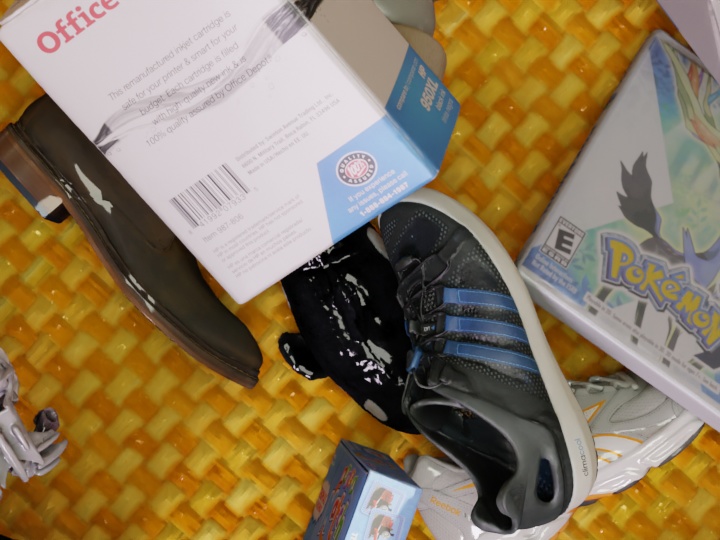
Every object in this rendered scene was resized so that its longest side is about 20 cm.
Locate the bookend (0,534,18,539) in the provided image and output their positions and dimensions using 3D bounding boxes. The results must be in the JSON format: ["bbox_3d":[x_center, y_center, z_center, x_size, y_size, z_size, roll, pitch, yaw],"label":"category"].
[{"bbox_3d":[-0.170,0.254,1.416,0.092,0.200,0.199,24,82,-22],"label":"bookend"}]

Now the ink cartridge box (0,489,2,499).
[{"bbox_3d":[-0.259,0.139,1.411,0.043,0.196,0.200,-26,72,-44],"label":"ink cartridge box"}]

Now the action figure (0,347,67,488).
[{"bbox_3d":[-0.208,0.048,1.419,0.069,0.200,0.131,-21,98,-16],"label":"action figure"}]

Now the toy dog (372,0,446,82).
[{"bbox_3d":[-0.039,-0.151,1.486,0.200,0.096,0.132,35,56,3],"label":"toy dog"}]

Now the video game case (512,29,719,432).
[{"bbox_3d":[0.204,-0.011,1.513,0.200,0.022,0.183,34,65,-6],"label":"video game case"}]

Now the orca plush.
[{"bbox_3d":[0.000,0.000,1.503,0.105,0.071,0.201,-12,93,-5],"label":"orca plush"}]

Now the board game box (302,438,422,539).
[{"bbox_3d":[-0.023,0.198,1.470,0.036,0.151,0.201,19,91,-7],"label":"board game box"}]

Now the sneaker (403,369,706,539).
[{"bbox_3d":[0.114,0.087,1.515,0.200,0.076,0.092,-36,98,-4],"label":"sneaker"}]

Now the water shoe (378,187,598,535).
[{"bbox_3d":[0.055,0.046,1.451,0.079,0.072,0.200,-22,75,-36],"label":"water shoe"}]

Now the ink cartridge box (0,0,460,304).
[{"bbox_3d":[-0.067,-0.106,1.408,0.144,0.084,0.200,-32,109,28],"label":"ink cartridge box"}]

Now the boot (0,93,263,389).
[{"bbox_3d":[-0.106,-0.030,1.491,0.200,0.075,0.097,44,91,-4],"label":"boot"}]

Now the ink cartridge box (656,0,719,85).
[{"bbox_3d":[0.254,-0.203,1.477,0.199,0.147,0.086,-27,137,-3],"label":"ink cartridge box"}]
